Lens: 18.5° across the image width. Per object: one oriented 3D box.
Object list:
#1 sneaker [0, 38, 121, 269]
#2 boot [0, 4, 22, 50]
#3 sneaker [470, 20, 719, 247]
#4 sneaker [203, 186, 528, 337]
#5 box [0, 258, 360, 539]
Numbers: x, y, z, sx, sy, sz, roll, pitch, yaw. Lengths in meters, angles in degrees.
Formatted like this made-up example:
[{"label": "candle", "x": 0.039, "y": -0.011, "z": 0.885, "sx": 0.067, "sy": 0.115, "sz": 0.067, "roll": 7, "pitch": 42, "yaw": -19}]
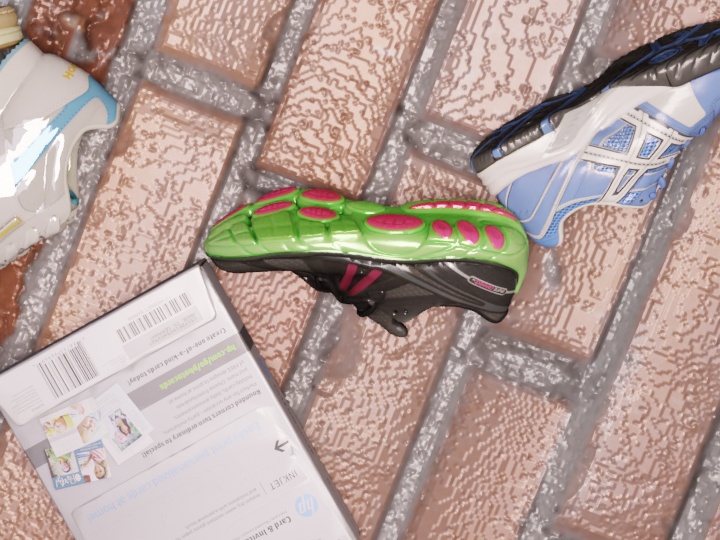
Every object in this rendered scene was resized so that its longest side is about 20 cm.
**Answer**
[{"label": "sneaker", "x": -0.218, "y": -0.035, "z": 1.331, "sx": 0.081, "sy": 0.077, "sz": 0.200, "roll": 29, "pitch": 97, "yaw": -3}, {"label": "boot", "x": -0.301, "y": -0.200, "z": 1.318, "sx": 0.199, "sy": 0.072, "sz": 0.155, "roll": 2, "pitch": 95, "yaw": 3}, {"label": "sneaker", "x": 0.168, "y": -0.085, "z": 1.321, "sx": 0.200, "sy": 0.076, "sz": 0.077, "roll": -27, "pitch": 102, "yaw": 15}, {"label": "sneaker", "x": 0.000, "y": 0.000, "z": 1.329, "sx": 0.199, "sy": 0.077, "sz": 0.084, "roll": 6, "pitch": 118, "yaw": 13}, {"label": "box", "x": -0.114, "y": 0.116, "z": 1.367, "sx": 0.156, "sy": 0.041, "sz": 0.200, "roll": -29, "pitch": 95, "yaw": 6}]
